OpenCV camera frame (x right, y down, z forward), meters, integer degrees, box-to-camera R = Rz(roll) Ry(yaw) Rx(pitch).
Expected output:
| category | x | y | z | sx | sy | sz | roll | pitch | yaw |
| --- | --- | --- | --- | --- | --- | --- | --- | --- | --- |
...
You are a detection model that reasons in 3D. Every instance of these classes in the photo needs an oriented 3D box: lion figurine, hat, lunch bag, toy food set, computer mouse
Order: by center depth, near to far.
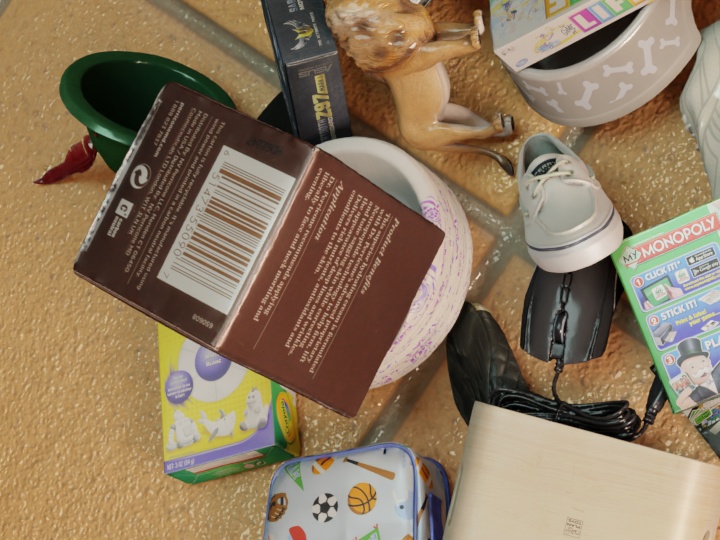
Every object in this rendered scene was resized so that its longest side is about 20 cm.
| category | x | y | z | sx | sy | sz | roll | pitch | yaw |
| --- | --- | --- | --- | --- | --- | --- | --- | --- | --- |
| toy food set | 0.161 | 0.191 | 1.520 | 0.198 | 0.060 | 0.145 | 14 | 88 | 14 |
| computer mouse | 0.184 | 0.036 | 1.573 | 0.139 | 0.046 | 0.201 | 12 | 63 | 26 |
| lunch bag | 0.001 | 0.241 | 1.621 | 0.159 | 0.075 | 0.202 | -10 | 67 | 26 |
| lion figurine | 0.050 | -0.150 | 1.660 | 0.121 | 0.201 | 0.073 | -9 | 34 | 14 |
| hat | -0.208 | -0.086 | 1.855 | 0.201 | 0.164 | 0.177 | -94 | 20 | -58 |

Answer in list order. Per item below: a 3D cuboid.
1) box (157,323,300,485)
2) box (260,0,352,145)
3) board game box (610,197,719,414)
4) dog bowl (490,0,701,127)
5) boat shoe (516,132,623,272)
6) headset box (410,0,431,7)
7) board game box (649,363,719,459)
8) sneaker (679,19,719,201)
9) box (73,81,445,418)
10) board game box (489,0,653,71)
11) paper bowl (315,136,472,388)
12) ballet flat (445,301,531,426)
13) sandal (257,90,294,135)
| category | x | y | z | sx | sy | sz | roll | pitch | yaw |
| --- | --- | --- | --- | --- | --- | --- | --- | --- | --- |
| box | -0.116 | 0.073 | 1.770 | 0.116 | 0.048 | 0.202 | -17 | 63 | 25 |
| box | -0.053 | -0.203 | 1.751 | 0.050 | 0.158 | 0.201 | -14 | 56 | -2 |
| board game box | 0.296 | 0.006 | 1.495 | 0.199 | 0.029 | 0.136 | -24 | 81 | 18 |
| dog bowl | 0.190 | -0.218 | 1.654 | 0.199 | 0.059 | 0.202 | -23 | 51 | 31 |
| boat shoe | 0.148 | -0.055 | 1.573 | 0.073 | 0.067 | 0.200 | -27 | 16 | 1 |
| headset box | 0.042 | -0.322 | 1.741 | 0.175 | 0.092 | 0.200 | -52 | 20 | 5 |
| board game box | 0.320 | 0.045 | 1.527 | 0.200 | 0.023 | 0.105 | -43 | 54 | 12 |
| sneaker | 0.287 | -0.107 | 1.581 | 0.081 | 0.075 | 0.202 | -12 | 61 | 39 |
| box | -0.075 | -0.014 | 1.555 | 0.163 | 0.200 | 0.167 | 25 | 86 | 36 |
| board game box | 0.190 | -0.257 | 1.609 | 0.199 | 0.034 | 0.136 | -26 | 50 | 30 |
| paper bowl | 0.000 | 0.000 | 1.689 | 0.199 | 0.104 | 0.203 | -11 | 68 | 28 |
| ballet flat | 0.117 | 0.108 | 1.622 | 0.067 | 0.056 | 0.201 | -56 | 44 | 38 |
| sandal | -0.109 | -0.090 | 1.807 | 0.075 | 0.045 | 0.201 | 31 | 81 | 37 |
